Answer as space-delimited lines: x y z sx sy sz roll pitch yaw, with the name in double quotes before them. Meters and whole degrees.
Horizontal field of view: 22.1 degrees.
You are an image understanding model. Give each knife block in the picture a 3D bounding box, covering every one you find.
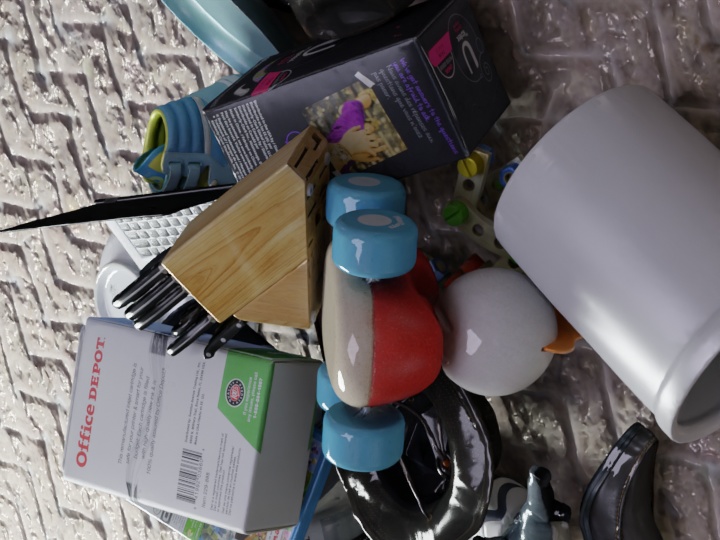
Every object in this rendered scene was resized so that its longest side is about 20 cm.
"knife block" -0.113 -0.021 1.445 0.175 0.064 0.201 8 125 13

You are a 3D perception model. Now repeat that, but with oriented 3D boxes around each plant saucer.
"plant saucer" -0.120 -0.226 1.599 0.200 0.027 0.200 39 169 9

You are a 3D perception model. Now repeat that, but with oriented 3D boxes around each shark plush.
"shark plush" 0.125 0.226 1.456 0.200 0.083 0.091 107 162 -62

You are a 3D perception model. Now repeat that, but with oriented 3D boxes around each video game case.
"video game case" -0.122 0.169 1.598 0.200 0.018 0.144 27 101 30

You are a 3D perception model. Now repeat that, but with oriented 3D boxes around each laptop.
"laptop" -0.170 -0.012 1.602 0.187 0.116 0.200 -4 134 33

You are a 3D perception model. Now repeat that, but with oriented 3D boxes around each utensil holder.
"utensil holder" 0.215 -0.008 1.296 0.200 0.170 0.170 48 134 27

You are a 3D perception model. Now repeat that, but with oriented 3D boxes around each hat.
"hat" -0.007 -0.230 1.439 0.200 0.200 0.081 8 127 45
"hat" 0.060 0.140 1.526 0.200 0.081 0.201 18 115 45

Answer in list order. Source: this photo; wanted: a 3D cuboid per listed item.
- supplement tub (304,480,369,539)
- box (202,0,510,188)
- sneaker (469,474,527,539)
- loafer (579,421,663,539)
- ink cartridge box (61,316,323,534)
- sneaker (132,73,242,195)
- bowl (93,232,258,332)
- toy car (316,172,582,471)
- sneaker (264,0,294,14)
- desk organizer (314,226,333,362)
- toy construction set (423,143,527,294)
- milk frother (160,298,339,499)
"supplement tub" -0.038 0.307 1.722 0.122 0.122 0.201 2 106 46
"box" -0.002 -0.130 1.455 0.200 0.122 0.106 -16 109 28
"sneaker" 0.074 0.249 1.612 0.129 0.079 0.200 34 127 36
"loafer" 0.214 0.207 1.459 0.072 0.073 0.200 29 134 26
"ink cartridge box" -0.144 0.126 1.552 0.200 0.084 0.146 12 95 31
"sneaker" -0.135 -0.068 1.667 0.079 0.130 0.201 -20 89 59
"bowl" -0.197 0.026 1.808 0.201 0.090 0.202 19 118 41
"toy car" 0.072 0.038 1.373 0.177 0.199 0.185 -102 14 -70
"sneaker" -0.074 -0.276 1.590 0.200 0.076 0.088 28 92 50
"desk organizer" 0.000 0.000 1.601 0.077 0.072 0.201 -6 100 45
"toy construction set" 0.090 -0.004 1.485 0.131 0.092 0.200 45 140 5
"milk frother" -0.097 0.149 1.709 0.188 0.200 0.181 38 102 26
